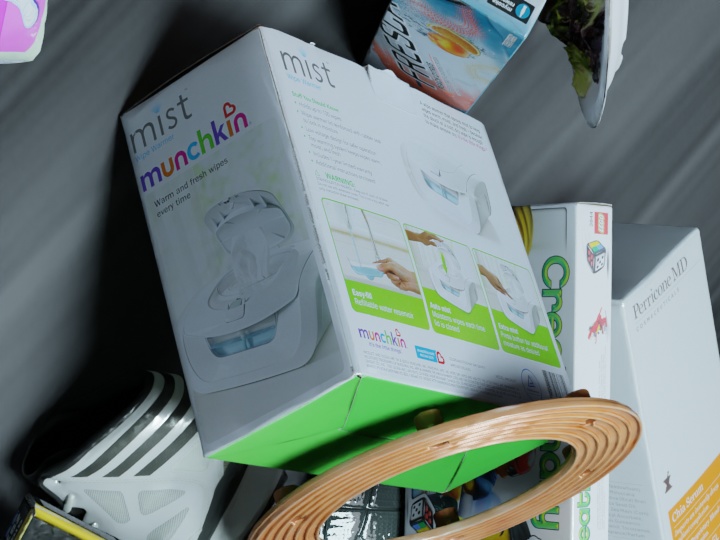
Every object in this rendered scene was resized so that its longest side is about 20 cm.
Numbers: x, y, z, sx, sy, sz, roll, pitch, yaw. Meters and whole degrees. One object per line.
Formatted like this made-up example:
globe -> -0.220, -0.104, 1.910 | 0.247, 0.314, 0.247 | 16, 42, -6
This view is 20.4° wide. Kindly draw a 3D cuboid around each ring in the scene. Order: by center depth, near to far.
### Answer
ring -> 0.039, 0.102, 0.962 | 0.199, 0.019, 0.201 | -17, 158, -7

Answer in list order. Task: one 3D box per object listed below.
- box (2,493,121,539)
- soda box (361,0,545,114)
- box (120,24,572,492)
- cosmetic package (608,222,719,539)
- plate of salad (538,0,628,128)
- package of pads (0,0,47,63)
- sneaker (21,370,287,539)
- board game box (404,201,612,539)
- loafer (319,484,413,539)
box -> -0.128, 0.228, 0.913 | 0.159, 0.049, 0.201 | 29, 85, -14
soda box -> 0.050, -0.132, 0.966 | 0.069, 0.063, 0.200 | -62, -179, -9
box -> 0.000, 0.000, 0.956 | 0.199, 0.096, 0.178 | 15, 52, -54
cosmetic package -> 0.161, 0.084, 1.168 | 0.101, 0.071, 0.202 | -38, 122, -45
plate of salad -> 0.108, -0.175, 1.052 | 0.200, 0.048, 0.202 | 175, -90, -90
package of pads -> -0.176, -0.177, 0.737 | 0.154, 0.068, 0.202 | -6, 112, -51
sneaker -> -0.121, 0.125, 0.982 | 0.115, 0.076, 0.201 | 20, 117, -18
board game box -> 0.079, 0.066, 1.091 | 0.034, 0.126, 0.202 | 3, 86, -43
loafer -> -0.008, 0.166, 1.148 | 0.071, 0.063, 0.202 | 12, 85, -26
